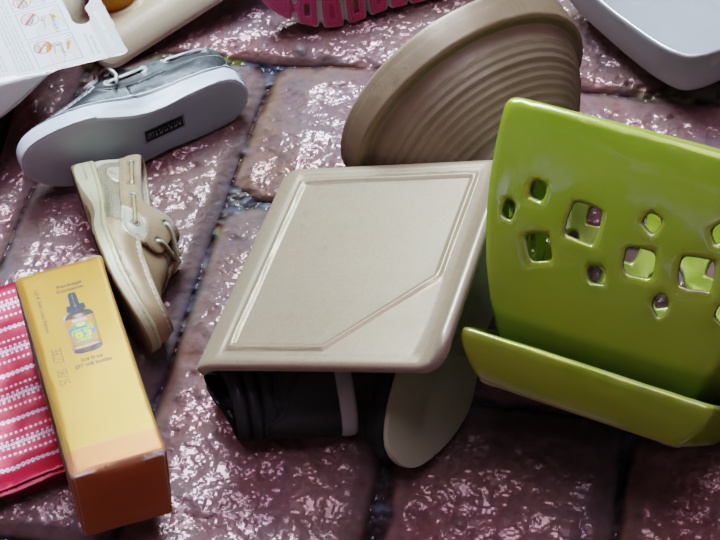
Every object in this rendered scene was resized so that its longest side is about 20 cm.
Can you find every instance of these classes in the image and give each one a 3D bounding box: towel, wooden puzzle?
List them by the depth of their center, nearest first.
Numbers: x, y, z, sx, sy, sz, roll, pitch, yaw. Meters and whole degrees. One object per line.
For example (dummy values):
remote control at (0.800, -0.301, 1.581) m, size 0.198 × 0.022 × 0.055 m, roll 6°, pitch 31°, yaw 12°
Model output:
wooden puzzle at (0.000, 0.000, 1.186) m, size 0.198 × 0.037 × 0.186 m, roll -5°, pitch 45°, yaw 31°
towel at (-0.239, 0.079, 1.264) m, size 0.143 × 0.023 × 0.201 m, roll -16°, pitch 48°, yaw -9°
wooden puzzle at (-0.199, -0.299, 1.546) m, size 0.184 × 0.046 × 0.201 m, roll -33°, pitch 61°, yaw -6°

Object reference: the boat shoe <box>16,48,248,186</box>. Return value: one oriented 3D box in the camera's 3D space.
boat shoe at (-0.192, -0.133, 1.415) m, size 0.198 × 0.074 × 0.068 m, roll -26°, pitch 54°, yaw -17°

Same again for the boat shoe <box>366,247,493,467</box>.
boat shoe at (0.045, 0.052, 1.230) m, size 0.063 × 0.074 × 0.203 m, roll -9°, pitch 47°, yaw 38°

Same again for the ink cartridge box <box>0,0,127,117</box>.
ink cartridge box at (-0.309, -0.189, 1.430) m, size 0.198 × 0.050 × 0.162 m, roll -15°, pitch 52°, yaw -20°

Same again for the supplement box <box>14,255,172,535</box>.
supplement box at (-0.185, 0.081, 1.197) m, size 0.066 × 0.069 × 0.201 m, roll -14°, pitch 47°, yaw -12°

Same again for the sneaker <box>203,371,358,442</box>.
sneaker at (-0.070, 0.039, 1.246) m, size 0.098 × 0.071 × 0.201 m, roll -10°, pitch 51°, yaw -9°

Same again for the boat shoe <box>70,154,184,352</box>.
boat shoe at (-0.167, -0.022, 1.314) m, size 0.064 × 0.072 × 0.201 m, roll -18°, pitch 47°, yaw -9°

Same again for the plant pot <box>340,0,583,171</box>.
plant pot at (0.093, -0.101, 1.280) m, size 0.199 × 0.202 × 0.093 m, roll -26°, pitch 63°, yaw -17°

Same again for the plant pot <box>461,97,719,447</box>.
plant pot at (0.182, 0.009, 1.142) m, size 0.198 × 0.199 × 0.183 m, roll 18°, pitch 92°, yaw 20°

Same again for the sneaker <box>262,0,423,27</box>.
sneaker at (-0.001, -0.273, 1.526) m, size 0.198 × 0.074 × 0.088 m, roll -13°, pitch 47°, yaw -12°

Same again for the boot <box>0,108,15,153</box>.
boot at (-0.366, -0.139, 1.455) m, size 0.163 × 0.066 × 0.201 m, roll 1°, pitch 52°, yaw 10°

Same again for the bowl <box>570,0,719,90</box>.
bowl at (0.281, -0.233, 1.453) m, size 0.199 × 0.075 × 0.200 m, roll -28°, pitch 50°, yaw -18°
